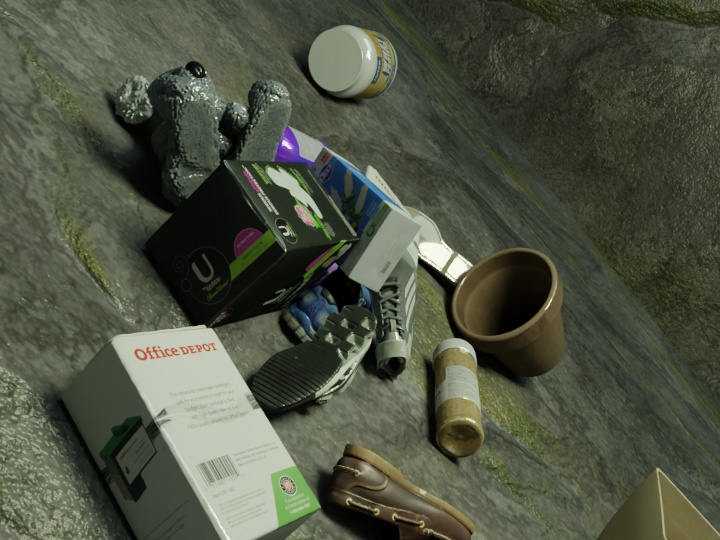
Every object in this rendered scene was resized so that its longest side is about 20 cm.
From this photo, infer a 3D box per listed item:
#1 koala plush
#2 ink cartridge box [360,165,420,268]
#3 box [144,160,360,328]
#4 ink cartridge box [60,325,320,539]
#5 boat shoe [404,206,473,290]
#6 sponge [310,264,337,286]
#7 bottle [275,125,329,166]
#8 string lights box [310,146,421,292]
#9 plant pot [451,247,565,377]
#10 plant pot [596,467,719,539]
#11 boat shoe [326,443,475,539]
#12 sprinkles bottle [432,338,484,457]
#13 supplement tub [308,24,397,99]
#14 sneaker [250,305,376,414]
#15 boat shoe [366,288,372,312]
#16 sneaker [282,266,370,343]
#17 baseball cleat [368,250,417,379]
[{"bbox_3d":[-0.215,-0.187,1.178,0.175,0.186,0.200,-7,38,-38],"label":"koala plush"},{"bbox_3d":[0.021,-0.058,1.462,0.147,0.082,0.201,51,20,-16],"label":"ink cartridge box"},{"bbox_3d":[-0.120,-0.034,1.083,0.125,0.148,0.199,54,22,11],"label":"box"},{"bbox_3d":[-0.145,0.157,0.806,0.201,0.084,0.145,55,22,17],"label":"ink cartridge box"},{"bbox_3d":[0.129,-0.032,1.710,0.200,0.073,0.063,44,-21,1],"label":"boat shoe"},{"bbox_3d":[-0.110,-0.064,1.273,0.201,0.030,0.111,51,23,7],"label":"sponge"},{"bbox_3d":[-0.120,-0.187,1.452,0.199,0.065,0.084,17,36,-53],"label":"bottle"},{"bbox_3d":[-0.014,-0.070,1.216,0.059,0.104,0.200,26,13,-39],"label":"string lights box"},{"bbox_3d":[0.280,0.091,1.626,0.175,0.198,0.202,53,15,-36],"label":"plant pot"},{"bbox_3d":[0.409,0.435,1.276,0.200,0.177,0.200,47,21,-1],"label":"plant pot"},{"bbox_3d":[0.043,0.267,1.022,0.199,0.070,0.071,36,62,-23],"label":"boat shoe"},{"bbox_3d":[0.138,0.178,1.334,0.068,0.068,0.201,41,23,-17],"label":"sprinkles bottle"},{"bbox_3d":[-0.016,-0.436,1.955,0.145,0.144,0.200,50,22,7],"label":"supplement tub"},{"bbox_3d":[-0.050,0.124,1.066,0.073,0.090,0.199,30,39,25],"label":"sneaker"},{"bbox_3d":[0.000,0.000,1.339,0.201,0.064,0.073,54,16,-15],"label":"boat shoe"},{"bbox_3d":[-0.022,0.044,1.224,0.079,0.089,0.200,51,19,7],"label":"sneaker"},{"bbox_3d":[0.046,0.057,1.247,0.107,0.068,0.203,-89,171,-54],"label":"baseball cleat"}]
